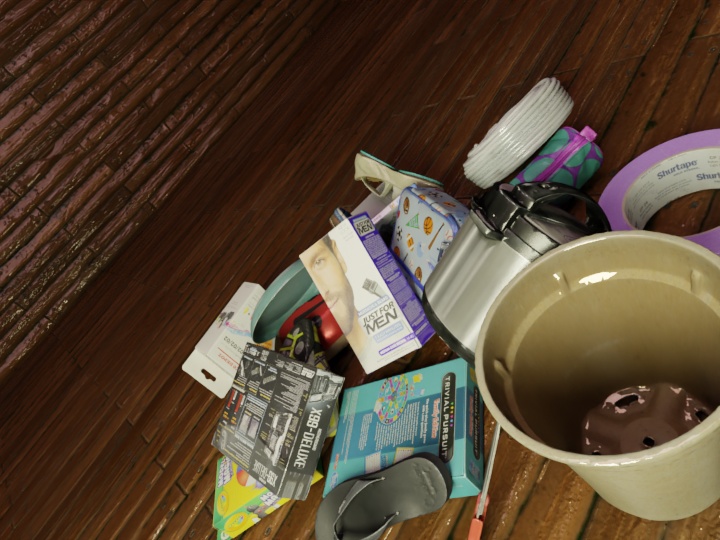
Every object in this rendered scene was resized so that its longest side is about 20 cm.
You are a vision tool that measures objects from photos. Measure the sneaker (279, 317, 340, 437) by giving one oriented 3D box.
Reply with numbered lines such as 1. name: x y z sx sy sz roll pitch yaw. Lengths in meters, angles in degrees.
1. sneaker: -0.074 0.164 0.795 0.075 0.076 0.203 -38 42 27

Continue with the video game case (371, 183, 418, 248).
1. video game case: 0.038 -0.054 0.910 0.199 0.143 0.018 -40 65 6

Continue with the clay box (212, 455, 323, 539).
1. clay box: -0.148 0.299 0.771 0.198 0.048 0.116 -36 31 10

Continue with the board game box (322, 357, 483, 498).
1. board game box: 0.055 0.205 0.649 0.197 0.047 0.153 -22 37 31

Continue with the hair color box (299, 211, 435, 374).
1. hair color box: 0.009 0.033 0.752 0.108 0.203 0.064 -33 -4 34

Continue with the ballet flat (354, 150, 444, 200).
1. ballet flat: 0.062 -0.156 0.942 0.198 0.070 0.070 31 74 35

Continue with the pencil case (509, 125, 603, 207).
1. pencil case: 0.257 -0.115 0.759 0.200 0.093 0.085 -45 69 -6

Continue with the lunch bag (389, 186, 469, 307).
1. lunch bag: 0.109 -0.025 0.778 0.201 0.074 0.164 -123 40 -56

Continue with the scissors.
1. scissors: 0.106 0.216 0.461 0.014 0.203 0.074 15 42 19

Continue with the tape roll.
1. tape roll: 0.377 -0.066 0.590 0.198 0.066 0.202 -29 34 22

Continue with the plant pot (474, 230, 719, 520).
1. plant pot: 0.223 0.105 0.437 0.197 0.184 0.203 -26 36 21

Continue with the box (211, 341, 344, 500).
1. box: -0.121 0.198 0.725 0.198 0.049 0.161 5 74 50

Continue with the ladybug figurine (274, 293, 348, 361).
1. ladybug figurine: -0.075 0.098 0.908 0.199 0.072 0.137 -37 31 9

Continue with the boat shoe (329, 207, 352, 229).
1. boat shoe: 0.000 0.000 0.819 0.072 0.202 0.072 -31 5 13

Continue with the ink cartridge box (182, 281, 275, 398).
1. ink cartridge box: -0.229 0.138 0.997 0.067 0.115 0.202 6 56 52

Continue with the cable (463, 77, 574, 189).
1. cable: 0.249 -0.215 0.840 0.200 0.069 0.200 -43 4 46

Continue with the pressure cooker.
1. pressure cooker: 0.179 -0.003 0.577 0.202 0.177 0.176 -59 -10 25

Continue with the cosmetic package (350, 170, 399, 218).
1. cosmetic package: 0.037 -0.094 1.015 0.200 0.074 0.102 -44 31 2

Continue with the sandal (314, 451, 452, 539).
1. sandal: 0.011 0.260 0.574 0.200 0.077 0.043 -44 -18 27

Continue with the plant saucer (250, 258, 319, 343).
1. plant saucer: -0.120 0.042 0.901 0.027 0.201 0.200 41 74 14
